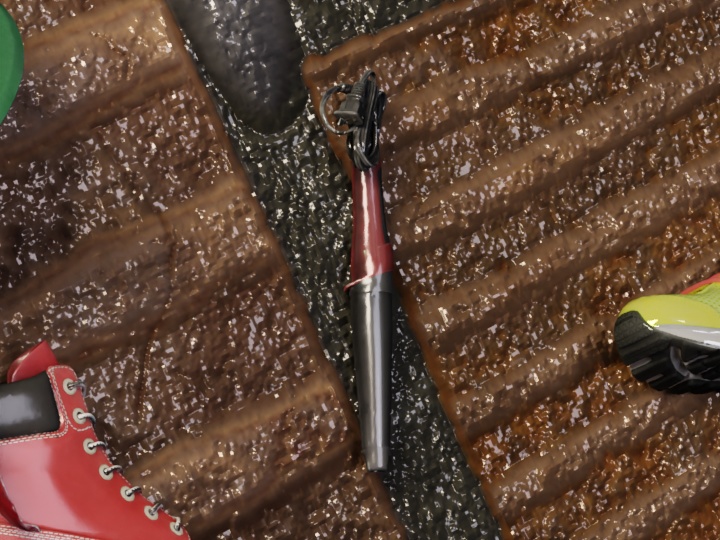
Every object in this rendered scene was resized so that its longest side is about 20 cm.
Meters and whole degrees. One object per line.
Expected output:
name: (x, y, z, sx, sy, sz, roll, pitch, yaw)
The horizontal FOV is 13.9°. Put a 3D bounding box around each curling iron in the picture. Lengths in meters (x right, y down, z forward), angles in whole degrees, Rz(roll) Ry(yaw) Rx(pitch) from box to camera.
curling iron: (0.000, 0.000, 1.464, 0.050, 0.025, 0.201, 3, 85, -66)

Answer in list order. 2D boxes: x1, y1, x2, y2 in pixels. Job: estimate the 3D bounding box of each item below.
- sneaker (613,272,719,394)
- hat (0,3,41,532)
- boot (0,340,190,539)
sneaker: (0.213, 0.014, 1.562, 0.200, 0.078, 0.091, -1, 76, -35)
hat: (-0.223, -0.014, 1.336, 0.165, 0.176, 0.200, 0, 43, 7)
boot: (-0.107, 0.106, 1.373, 0.199, 0.072, 0.145, 3, 80, -25)
